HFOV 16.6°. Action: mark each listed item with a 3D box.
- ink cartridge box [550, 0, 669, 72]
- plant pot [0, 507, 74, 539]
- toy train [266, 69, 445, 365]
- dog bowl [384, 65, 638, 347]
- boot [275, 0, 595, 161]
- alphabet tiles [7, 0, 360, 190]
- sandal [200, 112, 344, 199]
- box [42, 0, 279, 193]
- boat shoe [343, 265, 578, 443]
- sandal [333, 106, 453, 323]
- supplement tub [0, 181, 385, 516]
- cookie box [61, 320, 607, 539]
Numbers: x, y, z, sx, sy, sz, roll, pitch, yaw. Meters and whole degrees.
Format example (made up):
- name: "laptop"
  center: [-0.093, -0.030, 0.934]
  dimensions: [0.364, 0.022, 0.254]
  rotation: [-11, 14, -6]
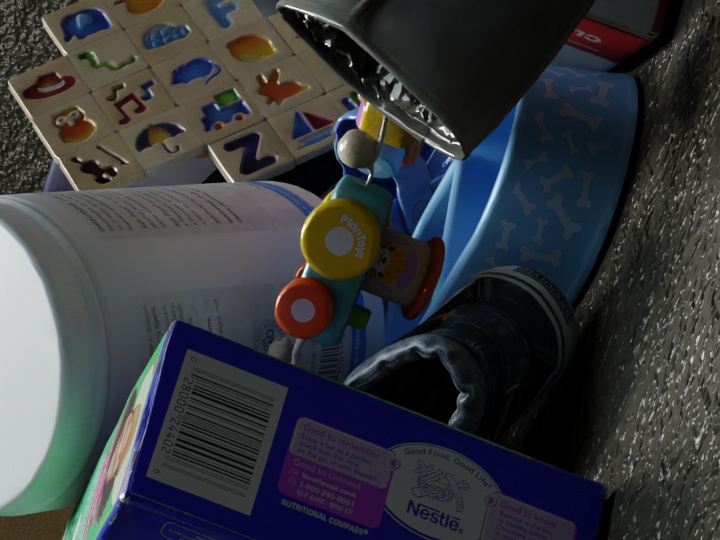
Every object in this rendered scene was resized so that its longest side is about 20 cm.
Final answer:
- name: "ink cartridge box"
  center: [0.086, -0.161, 1.093]
  dimensions: [0.200, 0.083, 0.145]
  rotation: [146, 142, -78]
- name: "plant pot"
  center: [-0.159, 0.074, 1.243]
  dimensions: [0.187, 0.185, 0.201]
  rotation: [-84, 4, -54]
- name: "toy train"
  center: [0.016, -0.032, 1.002]
  dimensions: [0.151, 0.055, 0.201]
  rotation: [106, -176, -60]
- name: "dog bowl"
  center: [0.059, -0.012, 1.065]
  dimensions: [0.200, 0.049, 0.112]
  rotation: [120, 166, -50]
- name: "boot"
  center: [0.045, -0.161, 0.940]
  dimensions: [0.200, 0.182, 0.073]
  rotation: [-47, -32, -1]
- name: "alphabet tiles"
  center: [-0.070, -0.104, 1.244]
  dimensions: [0.167, 0.199, 0.008]
  rotation: [53, 161, 38]
- name: "sandal"
  center: [-0.030, -0.048, 1.219]
  dimensions: [0.201, 0.076, 0.043]
  rotation: [-53, -10, -24]
- name: "box"
  center: [-0.055, -0.066, 1.322]
  dimensions: [0.124, 0.198, 0.200]
  rotation: [102, 179, -59]
- name: "boat shoe"
  center: [0.003, 0.080, 0.986]
  dimensions: [0.091, 0.071, 0.201]
  rotation: [-28, -21, -53]
- name: "sandal"
  center: [0.000, 0.000, 1.172]
  dimensions: [0.079, 0.087, 0.201]
  rotation: [10, 75, 56]
- name: "supplement tub"
  center: [-0.096, 0.030, 1.055]
  dimensions: [0.131, 0.199, 0.133]
  rotation: [3, 95, 41]
- name: "cookie box"
  center: [-0.024, 0.118, 0.919]
  dimensions: [0.200, 0.170, 0.076]
  rotation: [124, 165, -58]
